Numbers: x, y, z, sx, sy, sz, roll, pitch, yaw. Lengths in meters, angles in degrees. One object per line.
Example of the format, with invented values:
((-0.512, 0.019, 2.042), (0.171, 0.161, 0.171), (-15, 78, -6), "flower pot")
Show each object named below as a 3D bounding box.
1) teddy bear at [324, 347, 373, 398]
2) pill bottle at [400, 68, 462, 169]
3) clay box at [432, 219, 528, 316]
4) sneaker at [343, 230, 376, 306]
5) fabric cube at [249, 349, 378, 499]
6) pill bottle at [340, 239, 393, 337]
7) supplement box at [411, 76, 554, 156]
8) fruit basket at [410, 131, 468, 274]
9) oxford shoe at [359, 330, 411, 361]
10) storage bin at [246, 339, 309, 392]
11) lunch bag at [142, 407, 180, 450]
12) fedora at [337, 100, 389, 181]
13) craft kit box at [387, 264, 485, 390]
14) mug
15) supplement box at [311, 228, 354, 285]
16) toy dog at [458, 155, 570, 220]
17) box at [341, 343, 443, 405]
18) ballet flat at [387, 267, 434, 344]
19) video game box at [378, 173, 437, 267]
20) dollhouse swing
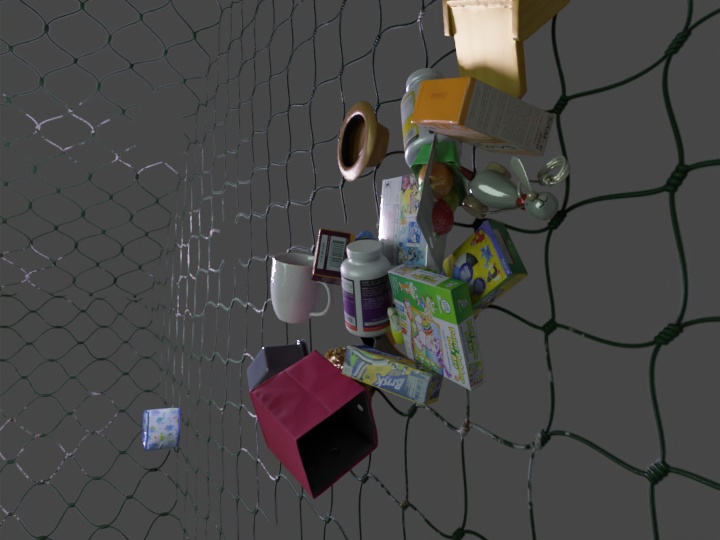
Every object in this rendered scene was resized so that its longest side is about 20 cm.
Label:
((-0.044, 0.264, 1.322), (0.200, 0.066, 0.146), (39, 121, 53), "teddy bear")
((0.138, -0.302, 1.052), (0.112, 0.111, 0.201), (-38, 45, 49), "pill bottle")
((0.206, 0.013, 0.975), (0.200, 0.047, 0.116), (-49, 48, 43), "clay box")
((0.000, 0.000, 1.302), (0.079, 0.065, 0.202), (-104, 24, -69), "sneaker")
((-0.104, 0.343, 1.209), (0.199, 0.199, 0.197), (27, 137, 45), "fabric cube")
((0.015, 0.039, 1.167), (0.112, 0.112, 0.202), (34, 133, 54), "pill bottle")
((0.202, -0.250, 0.872), (0.126, 0.199, 0.074), (26, 104, 57), "supplement box")
((0.134, -0.124, 0.957), (0.093, 0.185, 0.201), (7, 64, 26), "fruit basket")
((0.057, 0.204, 1.164), (0.200, 0.072, 0.072), (53, 129, 46), "oxford shoe")
((-0.251, 0.308, 1.583), (0.200, 0.133, 0.146), (-51, 46, 43), "storage bin")
((-1.025, 0.815, 2.712), (0.127, 0.169, 0.202), (-21, 70, 55), "lunch bag")
((0.013, -0.311, 1.291), (0.200, 0.081, 0.203), (-7, 83, 62), "fedora")
((0.141, 0.101, 0.997), (0.197, 0.048, 0.201), (14, 124, 56), "craft kit box")
((-0.160, 0.059, 1.483), (0.199, 0.147, 0.177), (15, 106, 27), "mug")
((-0.071, -0.029, 1.304), (0.200, 0.085, 0.111), (139, 140, -81), "supplement box")
((0.232, -0.140, 0.874), (0.199, 0.096, 0.133), (-5, 58, 57), "toy dog")
((0.064, 0.209, 1.079), (0.199, 0.070, 0.065), (15, 93, 30), "box")
((0.096, 0.076, 1.124), (0.067, 0.067, 0.201), (57, 132, 43), "ballet flat")
((0.108, -0.108, 1.148), (0.182, 0.046, 0.202), (3, 90, 60), "video game box")
((0.270, -0.431, 0.943), (0.182, 0.176, 0.200), (-41, 36, -8), "dollhouse swing")
